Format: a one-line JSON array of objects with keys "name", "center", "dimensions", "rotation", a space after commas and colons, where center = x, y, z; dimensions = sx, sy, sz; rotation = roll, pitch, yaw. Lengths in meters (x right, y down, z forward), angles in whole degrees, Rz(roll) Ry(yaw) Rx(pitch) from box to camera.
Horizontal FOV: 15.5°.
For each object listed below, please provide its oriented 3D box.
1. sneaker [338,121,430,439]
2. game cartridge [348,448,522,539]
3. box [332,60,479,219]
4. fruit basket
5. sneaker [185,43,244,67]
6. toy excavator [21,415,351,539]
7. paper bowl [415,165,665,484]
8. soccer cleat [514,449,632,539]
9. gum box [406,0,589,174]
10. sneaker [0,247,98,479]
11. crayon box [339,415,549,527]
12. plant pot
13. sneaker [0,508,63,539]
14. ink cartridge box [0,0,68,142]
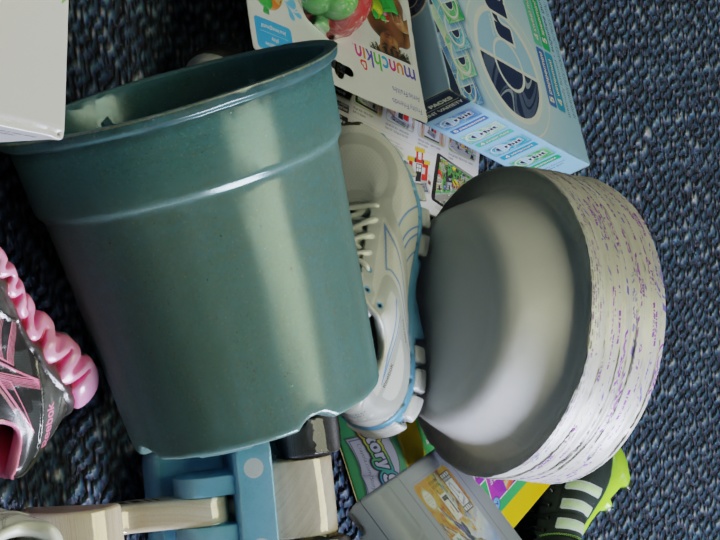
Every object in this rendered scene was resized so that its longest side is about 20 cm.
[{"name": "sneaker", "center": [0.000, 0.000, 1.643], "dimensions": [0.087, 0.075, 0.201], "rotation": [29, 53, -68]}, {"name": "game cartridge", "center": [0.063, 0.182, 1.674], "dimensions": [0.133, 0.042, 0.200], "rotation": [49, 14, 5]}, {"name": "box", "center": [0.018, -0.099, 1.822], "dimensions": [0.200, 0.035, 0.110], "rotation": [22, 70, -54]}, {"name": "fruit basket", "center": [-0.018, -0.209, 1.690], "dimensions": [0.185, 0.094, 0.201], "rotation": [20, 51, -51]}, {"name": "sneaker", "center": [-0.089, -0.031, 1.618], "dimensions": [0.115, 0.075, 0.201], "rotation": [-33, 118, -54]}, {"name": "toy excavator", "center": [-0.105, 0.143, 1.573], "dimensions": [0.194, 0.199, 0.100], "rotation": [-163, -114, -78]}, {"name": "paper bowl", "center": [0.093, 0.033, 1.686], "dimensions": [0.104, 0.200, 0.201], "rotation": [7, 82, -34]}, {"name": "soccer cleat", "center": [0.138, 0.183, 1.974], "dimensions": [0.081, 0.067, 0.200], "rotation": [54, 42, -16]}, {"name": "gum box", "center": [0.079, -0.166, 1.861], "dimensions": [0.200, 0.044, 0.170], "rotation": [22, 50, -53]}, {"name": "sneaker", "center": [-0.221, 0.041, 1.427], "dimensions": [0.200, 0.079, 0.096], "rotation": [52, 59, -40]}, {"name": "crayon box", "center": [0.054, 0.102, 1.845], "dimensions": [0.173, 0.058, 0.201], "rotation": [-42, 122, -48]}, {"name": "plant pot", "center": [-0.085, -0.009, 1.498], "dimensions": [0.200, 0.200, 0.197], "rotation": [-31, 110, -53]}, {"name": "sneaker", "center": [-0.231, 0.183, 1.369], "dimensions": [0.200, 0.099, 0.075], "rotation": [-50, 130, -44]}, {"name": "ink cartridge box", "center": [-0.243, -0.134, 1.278], "dimensions": [0.084, 0.199, 0.146], "rotation": [9, 81, -59]}]
